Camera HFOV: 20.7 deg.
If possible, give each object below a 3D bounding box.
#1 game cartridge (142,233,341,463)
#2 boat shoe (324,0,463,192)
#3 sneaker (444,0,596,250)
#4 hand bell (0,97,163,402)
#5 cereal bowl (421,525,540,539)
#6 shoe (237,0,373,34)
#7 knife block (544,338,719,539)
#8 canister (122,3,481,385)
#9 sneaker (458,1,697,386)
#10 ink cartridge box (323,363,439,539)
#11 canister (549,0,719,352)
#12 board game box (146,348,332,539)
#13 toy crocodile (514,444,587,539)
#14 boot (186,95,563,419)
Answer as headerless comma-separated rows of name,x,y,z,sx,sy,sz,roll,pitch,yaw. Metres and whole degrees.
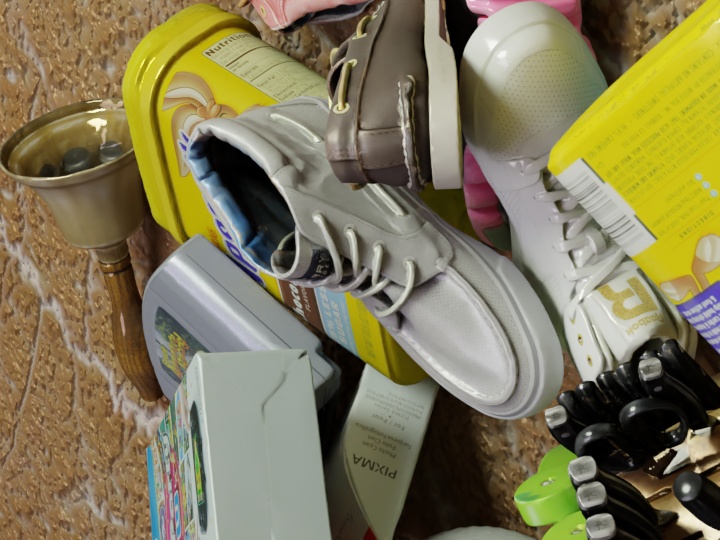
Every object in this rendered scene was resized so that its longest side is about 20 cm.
game cartridge,-0.072,0.061,1.163,0.133,0.041,0.200,45,159,17
boat shoe,0.013,-0.087,0.916,0.200,0.059,0.072,-93,-3,-67
sneaker,0.071,-0.111,0.965,0.095,0.078,0.202,-127,31,-61
hand bell,-0.158,0.001,1.290,0.104,0.104,0.201,20,133,44
cereal bowl,0.091,0.228,1.070,0.199,0.083,0.202,26,126,43
shoe,-0.061,-0.172,1.082,0.199,0.071,0.092,-8,96,48
knife block,0.154,0.120,0.839,0.064,0.176,0.201,-27,99,21
canister,-0.030,-0.041,1.076,0.199,0.086,0.149,33,148,35
sneaker,0.108,-0.020,0.894,0.116,0.073,0.201,56,170,46
ink cartridge box,-0.019,0.166,1.088,0.047,0.201,0.161,23,136,0
canister,0.187,-0.015,0.777,0.200,0.087,0.148,47,136,-2
board game box,-0.068,0.141,1.059,0.200,0.064,0.149,124,142,-67
toy crocodile,0.119,0.133,0.935,0.068,0.061,0.200,62,-179,-12
boot,0.000,0.000,0.913,0.200,0.095,0.074,46,125,23
